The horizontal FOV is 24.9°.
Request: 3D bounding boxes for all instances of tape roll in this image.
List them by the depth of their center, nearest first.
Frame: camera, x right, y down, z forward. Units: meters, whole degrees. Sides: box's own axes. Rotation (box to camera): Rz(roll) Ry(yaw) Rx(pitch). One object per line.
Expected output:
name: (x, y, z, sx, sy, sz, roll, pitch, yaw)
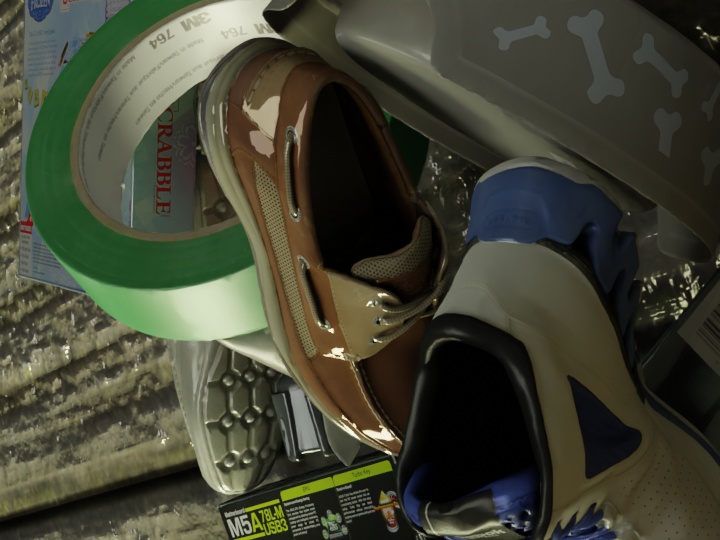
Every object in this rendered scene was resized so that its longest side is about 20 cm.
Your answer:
tape roll: (-0.066, -0.064, 0.796, 0.200, 0.200, 0.048, 39, 169, 37)

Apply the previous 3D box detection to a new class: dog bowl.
dog bowl: (0.061, -0.076, 0.634, 0.199, 0.199, 0.059, 29, 90, 44)

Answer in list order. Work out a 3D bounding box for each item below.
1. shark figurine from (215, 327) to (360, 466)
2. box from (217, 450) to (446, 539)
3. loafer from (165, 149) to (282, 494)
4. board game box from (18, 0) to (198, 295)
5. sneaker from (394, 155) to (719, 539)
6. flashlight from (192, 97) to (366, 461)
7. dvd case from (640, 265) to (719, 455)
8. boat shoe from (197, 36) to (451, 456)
shark figurine: (0.018, 0.076, 0.811, 0.213, 0.128, 0.090, 34, 117, 18)
box: (0.011, 0.203, 0.919, 0.199, 0.047, 0.195, -26, 81, 54)
loafer: (-0.083, 0.029, 0.964, 0.069, 0.069, 0.203, 10, 104, 56)
board game box: (-0.153, -0.088, 0.971, 0.199, 0.041, 0.202, 10, 99, 60)
sneaker: (0.066, 0.073, 0.590, 0.080, 0.115, 0.201, 0, 129, 40)
flashlight: (-0.039, -0.001, 0.881, 0.067, 0.068, 0.203, -11, 90, 20)
dvd case: (0.177, 0.110, 0.637, 0.200, 0.022, 0.147, 47, 122, 22)
boat shoe: (0.000, 0.000, 0.669, 0.071, 0.076, 0.201, 14, 139, 51)
